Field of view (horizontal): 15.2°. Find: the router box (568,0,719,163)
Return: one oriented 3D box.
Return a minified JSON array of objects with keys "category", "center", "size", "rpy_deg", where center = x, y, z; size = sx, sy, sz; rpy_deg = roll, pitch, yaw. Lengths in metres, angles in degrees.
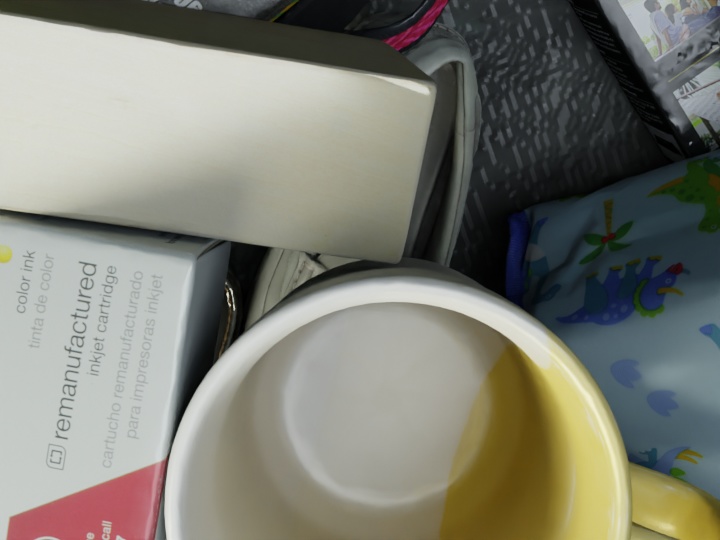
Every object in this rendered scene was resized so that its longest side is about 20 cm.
[{"category":"router box","center":[0.172,-0.154,1.063],"size":[0.199,0.051,0.150],"rpy_deg":[-35,108,-2]}]

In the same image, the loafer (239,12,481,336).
[{"category":"loafer","center":[0.000,0.000,1.048],"size":[0.070,0.070,0.201],"rpy_deg":[8,102,-22]}]

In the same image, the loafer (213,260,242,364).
[{"category":"loafer","center":[-0.102,0.082,1.043],"size":[0.073,0.072,0.201],"rpy_deg":[26,95,-17]}]

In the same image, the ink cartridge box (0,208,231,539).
[{"category":"ink cartridge box","center":[-0.155,0.044,0.900],"size":[0.199,0.083,0.147],"rpy_deg":[10,97,5]}]

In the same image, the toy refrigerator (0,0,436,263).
[{"category":"toy refrigerator","center":[-0.084,-0.051,0.887],"size":[0.199,0.076,0.070],"rpy_deg":[7,103,-16]}]

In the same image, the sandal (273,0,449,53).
[{"category":"sandal","center":[0.001,-0.102,1.005],"size":[0.045,0.075,0.200],"rpy_deg":[41,116,-20]}]

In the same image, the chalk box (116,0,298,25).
[{"category":"chalk box","center":[-0.100,-0.128,0.968],"size":[0.200,0.124,0.125],"rpy_deg":[-38,110,-1]}]

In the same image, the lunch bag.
[{"category":"lunch bag","center":[0.165,0.057,1.053],"size":[0.169,0.128,0.200],"rpy_deg":[-16,128,22]}]

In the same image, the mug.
[{"category":"mug","center":[0.023,0.076,0.927],"size":[0.149,0.153,0.187],"rpy_deg":[-40,99,6]}]
